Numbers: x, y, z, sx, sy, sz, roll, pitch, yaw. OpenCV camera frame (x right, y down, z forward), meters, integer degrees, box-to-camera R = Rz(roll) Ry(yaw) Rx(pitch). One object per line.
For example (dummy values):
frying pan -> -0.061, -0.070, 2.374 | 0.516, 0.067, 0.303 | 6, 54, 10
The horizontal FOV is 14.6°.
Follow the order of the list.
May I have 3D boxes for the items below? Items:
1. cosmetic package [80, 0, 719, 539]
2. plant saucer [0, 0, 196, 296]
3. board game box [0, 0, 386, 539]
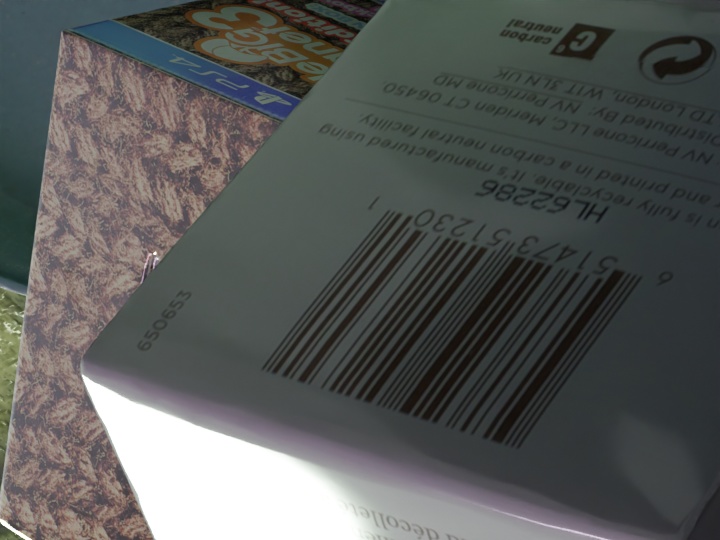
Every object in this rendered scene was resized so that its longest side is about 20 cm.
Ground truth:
cosmetic package -> 0.064, 0.055, 0.708 | 0.167, 0.166, 0.200 | 15, 141, 32
plant saucer -> -0.084, -0.089, 0.943 | 0.200, 0.200, 0.036 | 41, -178, -7
board game box -> 0.000, 0.000, 0.861 | 0.097, 0.200, 0.160 | 25, 116, 31
